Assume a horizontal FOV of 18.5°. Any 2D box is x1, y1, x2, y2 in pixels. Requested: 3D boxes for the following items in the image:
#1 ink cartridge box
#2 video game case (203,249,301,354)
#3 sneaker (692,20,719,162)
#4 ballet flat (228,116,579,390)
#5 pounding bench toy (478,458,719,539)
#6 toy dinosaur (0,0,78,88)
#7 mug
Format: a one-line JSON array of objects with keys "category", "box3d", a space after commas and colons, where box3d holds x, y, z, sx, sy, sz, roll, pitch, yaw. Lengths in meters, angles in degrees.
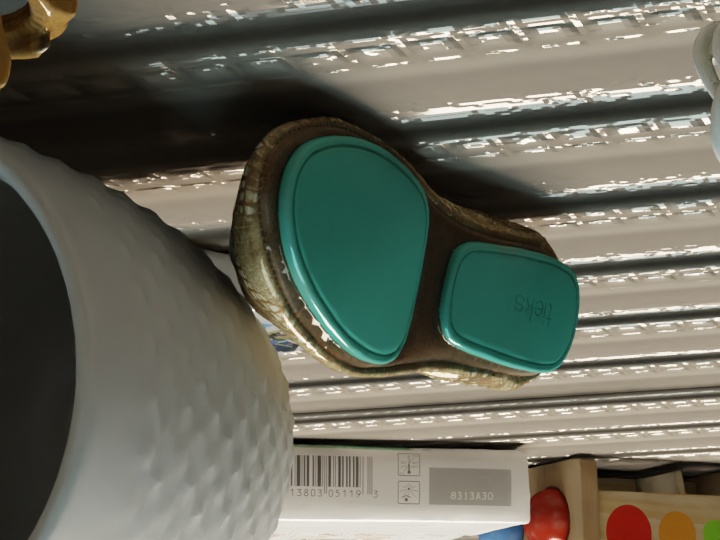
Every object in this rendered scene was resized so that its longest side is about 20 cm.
[{"category": "ink cartridge box", "box3d": [0.000, 0.138, 1.339, 0.160, 0.051, 0.200, 2, 171, -12]}, {"category": "video game case", "box3d": [-0.123, 0.015, 0.828, 0.199, 0.022, 0.182, 11, 162, -40]}, {"category": "sneaker", "box3d": [0.107, -0.040, 0.477, 0.070, 0.074, 0.200, -8, 166, 19]}, {"category": "ballet flat", "box3d": [0.000, 0.000, 0.676, 0.065, 0.071, 0.200, 9, 170, 31]}, {"category": "pounding bench toy", "box3d": [0.157, 0.225, 1.368, 0.155, 0.202, 0.124, 5, 167, -26]}, {"category": "toy dinosaur", "box3d": [-0.114, -0.047, 0.470, 0.105, 0.061, 0.200, 0, 147, 18]}, {"category": "mug", "box3d": [-0.118, 0.035, 0.639, 0.199, 0.148, 0.175, 24, 180, 25]}]
